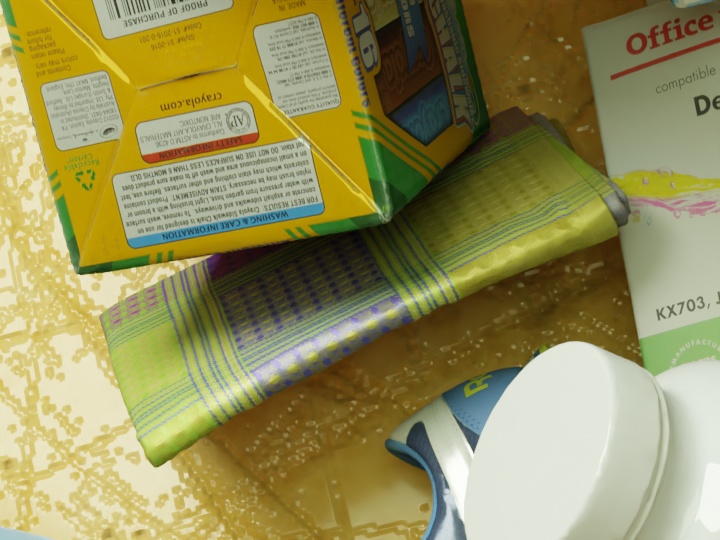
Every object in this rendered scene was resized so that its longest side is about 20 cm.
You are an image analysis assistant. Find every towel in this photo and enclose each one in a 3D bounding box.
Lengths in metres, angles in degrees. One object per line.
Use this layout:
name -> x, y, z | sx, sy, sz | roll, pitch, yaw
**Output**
towel -> 0.000, 0.000, 0.924 | 0.199, 0.144, 0.023 | -27, 111, -2

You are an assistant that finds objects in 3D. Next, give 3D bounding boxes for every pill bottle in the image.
pill bottle -> 0.138, 0.098, 0.833 | 0.199, 0.112, 0.112 | 25, 76, -24

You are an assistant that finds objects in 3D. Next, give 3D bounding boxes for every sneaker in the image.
sneaker -> 0.063, 0.131, 0.903 | 0.082, 0.074, 0.201 | -16, 68, 9

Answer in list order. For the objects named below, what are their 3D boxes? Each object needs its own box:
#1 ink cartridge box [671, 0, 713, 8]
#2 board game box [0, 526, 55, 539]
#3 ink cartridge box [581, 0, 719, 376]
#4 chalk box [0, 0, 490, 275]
ink cartridge box -> 0.152, -0.176, 0.910 | 0.115, 0.200, 0.067 | -16, 116, 8
board game box -> -0.144, 0.199, 0.928 | 0.158, 0.039, 0.200 | 32, 86, 10
ink cartridge box -> 0.153, -0.046, 0.904 | 0.117, 0.067, 0.201 | -17, 76, 32
chalk box -> -0.032, -0.088, 0.923 | 0.124, 0.200, 0.125 | -10, 101, 20
